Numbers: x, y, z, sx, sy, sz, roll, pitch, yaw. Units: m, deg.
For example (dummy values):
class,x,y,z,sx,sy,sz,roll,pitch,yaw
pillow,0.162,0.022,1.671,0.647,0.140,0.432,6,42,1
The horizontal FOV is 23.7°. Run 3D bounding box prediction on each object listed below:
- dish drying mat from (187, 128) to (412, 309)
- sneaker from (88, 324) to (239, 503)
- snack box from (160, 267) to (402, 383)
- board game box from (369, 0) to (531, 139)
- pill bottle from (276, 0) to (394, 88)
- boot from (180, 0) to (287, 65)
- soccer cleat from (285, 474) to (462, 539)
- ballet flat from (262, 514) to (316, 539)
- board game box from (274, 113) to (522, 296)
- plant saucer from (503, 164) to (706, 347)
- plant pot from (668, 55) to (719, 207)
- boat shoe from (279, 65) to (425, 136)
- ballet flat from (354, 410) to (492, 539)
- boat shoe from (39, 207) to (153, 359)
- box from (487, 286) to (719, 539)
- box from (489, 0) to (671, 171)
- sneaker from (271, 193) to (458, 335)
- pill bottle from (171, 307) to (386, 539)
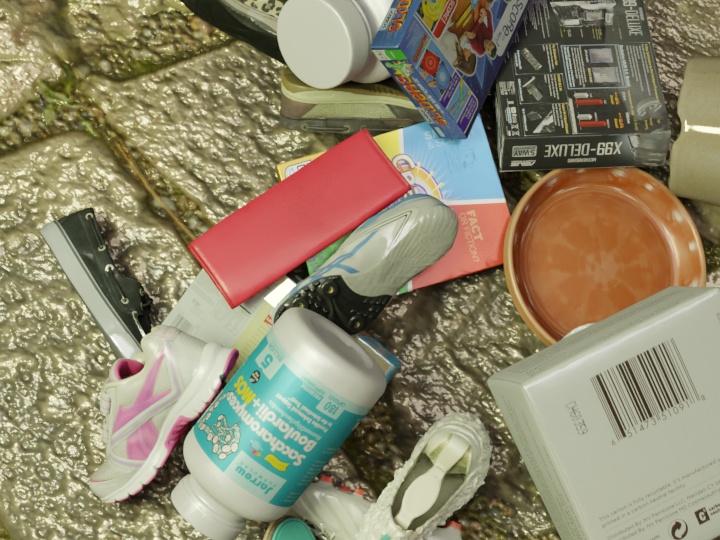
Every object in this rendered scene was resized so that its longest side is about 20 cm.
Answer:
class,x,y,z,sx,sy,sz,roll,pitch,yaw
dish drying mat,-0.055,-0.048,1.566,0.200,0.018,0.077,-34,73,-12
sneaker,-0.192,0.121,1.524,0.088,0.081,0.200,36,113,-3
snack box,-0.074,0.068,1.581,0.200,0.037,0.116,40,101,11
board game box,0.093,-0.240,1.579,0.034,0.135,0.200,5,59,40
pill bottle,0.019,-0.244,1.614,0.120,0.120,0.200,47,46,12
boot,-0.085,-0.302,1.699,0.204,0.073,0.154,31,73,2
soccer cleat,-0.003,0.237,1.536,0.200,0.069,0.078,19,77,2
ballet flat,-0.058,0.318,1.508,0.070,0.065,0.200,-3,75,-26
board game box,0.036,-0.055,1.619,0.200,0.040,0.153,-17,89,-6
plant saucer,0.228,-0.005,1.611,0.200,0.032,0.200,4,76,-14
plant pot,0.388,-0.124,1.601,0.183,0.200,0.201,9,73,14
boat shoe,0.017,-0.160,1.660,0.201,0.066,0.072,2,37,-19
ballet flat,0.068,0.185,1.511,0.072,0.072,0.200,32,47,9
boat shoe,-0.228,0.025,1.598,0.057,0.069,0.200,-32,74,-10
box,0.249,0.142,1.507,0.199,0.131,0.200,-26,94,-8
box,0.203,-0.187,1.644,0.158,0.050,0.200,-3,52,-2
sneaker,0.000,0.000,1.548,0.200,0.072,0.072,-35,119,-18
pill bottle,-0.077,0.138,1.473,0.111,0.111,0.200,40,101,11
